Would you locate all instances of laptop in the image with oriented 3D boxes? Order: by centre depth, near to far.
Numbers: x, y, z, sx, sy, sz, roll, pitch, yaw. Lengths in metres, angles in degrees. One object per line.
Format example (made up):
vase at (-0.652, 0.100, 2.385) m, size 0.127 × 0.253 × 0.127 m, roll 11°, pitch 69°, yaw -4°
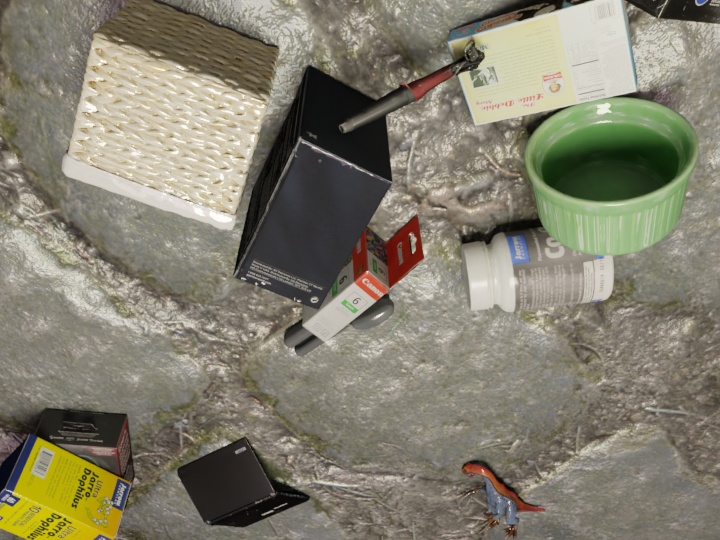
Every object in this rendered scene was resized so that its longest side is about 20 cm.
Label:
laptop at (-0.229, 0.425, 1.337) m, size 0.175 × 0.105 × 0.199 m, roll -27°, pitch 149°, yaw 18°

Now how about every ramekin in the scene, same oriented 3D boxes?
ramekin at (0.306, -0.114, 0.837) m, size 0.195 × 0.203 × 0.099 m, roll -13°, pitch 134°, yaw 8°

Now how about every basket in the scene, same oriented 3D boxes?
basket at (-0.206, -0.185, 0.768) m, size 0.196 × 0.200 × 0.163 m, roll 17°, pitch 121°, yaw -13°

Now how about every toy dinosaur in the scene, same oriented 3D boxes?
toy dinosaur at (0.266, 0.441, 1.345) m, size 0.197 × 0.104 × 0.185 m, roll -25°, pitch 119°, yaw -30°

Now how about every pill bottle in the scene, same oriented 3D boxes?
pill bottle at (0.247, -0.003, 0.965) m, size 0.195 × 0.115 × 0.116 m, roll -8°, pitch 127°, yaw 4°

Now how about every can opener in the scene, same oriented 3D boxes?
can opener at (-0.038, 0.078, 1.053) m, size 0.198 × 0.067 × 0.053 m, roll -30°, pitch 124°, yaw 25°

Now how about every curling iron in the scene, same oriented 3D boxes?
curling iron at (0.059, -0.206, 0.757) m, size 0.197 × 0.050 × 0.026 m, roll -30°, pitch 82°, yaw -14°

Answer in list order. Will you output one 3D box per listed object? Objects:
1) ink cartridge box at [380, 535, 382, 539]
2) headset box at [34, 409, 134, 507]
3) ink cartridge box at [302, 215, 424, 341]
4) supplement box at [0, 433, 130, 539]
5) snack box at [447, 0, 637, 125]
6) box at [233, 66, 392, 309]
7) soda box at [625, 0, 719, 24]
ink cartridge box at (0.068, 0.680, 1.466) m, size 0.066 × 0.118 × 0.203 m, roll 3°, pitch 128°, yaw -4°
headset box at (-0.496, 0.337, 1.221) m, size 0.145 × 0.078 × 0.203 m, roll 6°, pitch 128°, yaw -6°
ink cartridge box at (0.000, 0.000, 0.962) m, size 0.050 × 0.110 × 0.199 m, roll 36°, pitch 118°, yaw -26°
supplement box at (-0.511, 0.387, 1.141) m, size 0.199 × 0.111 × 0.108 m, roll 37°, pitch 119°, yaw -26°
snack box at (0.211, -0.247, 0.790) m, size 0.196 × 0.037 × 0.117 m, roll -6°, pitch 129°, yaw 29°
box at (-0.056, -0.102, 0.828) m, size 0.121 × 0.202 × 0.200 m, roll 20°, pitch 125°, yaw -16°
soda box at (0.358, -0.307, 0.713) m, size 0.197 × 0.063 × 0.072 m, roll -13°, pitch 137°, yaw -37°
